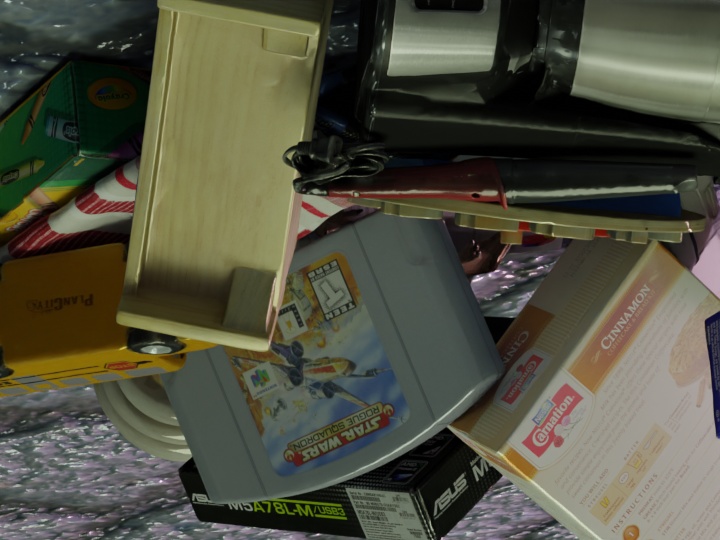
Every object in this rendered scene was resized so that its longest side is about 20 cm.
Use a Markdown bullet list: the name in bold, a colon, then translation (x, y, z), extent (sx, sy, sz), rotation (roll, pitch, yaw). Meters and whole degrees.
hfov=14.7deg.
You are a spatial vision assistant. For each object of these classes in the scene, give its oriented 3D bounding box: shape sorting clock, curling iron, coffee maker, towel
- **shape sorting clock**: translation (0.079, -0.033, 1.450), extent (0.199, 0.039, 0.200), rotation (5, -179, 0)
- **curling iron**: translation (0.061, -0.043, 1.337), extent (0.199, 0.026, 0.050), rotation (4, 171, 1)
- **coffee maker**: translation (0.097, -0.102, 1.358), extent (0.199, 0.135, 0.192), rotation (5, 139, 0)
- **towel**: translation (-0.097, -0.027, 1.560), extent (0.144, 0.023, 0.200), rotation (7, 157, -36)

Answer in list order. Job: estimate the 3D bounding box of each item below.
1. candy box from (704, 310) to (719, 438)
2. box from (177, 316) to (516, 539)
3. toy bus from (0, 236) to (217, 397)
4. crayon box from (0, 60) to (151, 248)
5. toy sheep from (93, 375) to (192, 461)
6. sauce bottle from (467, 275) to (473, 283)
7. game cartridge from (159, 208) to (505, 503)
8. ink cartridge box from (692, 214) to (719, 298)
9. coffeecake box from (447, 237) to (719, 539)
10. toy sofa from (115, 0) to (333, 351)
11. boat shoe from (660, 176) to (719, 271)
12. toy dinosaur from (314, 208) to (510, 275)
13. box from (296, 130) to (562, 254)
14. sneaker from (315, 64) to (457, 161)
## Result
- **candy box**: translation (0.304, 0.031, 1.483), extent (0.169, 0.077, 0.200), rotation (4, 160, -25)
- **box**: translation (0.019, 0.093, 1.722), extent (0.200, 0.048, 0.193), rotation (2, -146, 42)
- **toy bus**: translation (-0.167, 0.029, 1.581), extent (0.199, 0.065, 0.078), rotation (-9, 162, 19)
- **crayon box**: translation (-0.152, -0.052, 1.595), extent (0.118, 0.058, 0.200), rotation (5, 159, -31)
- **toy sheep**: translation (-0.113, 0.060, 1.824), extent (0.137, 0.138, 0.200), rotation (-5, 162, 0)
- **sauce bottle**: translation (0.015, 0.027, 1.877), extent (0.064, 0.065, 0.200), rotation (4, 158, -25)
- **game cartridge**: translation (-0.022, 0.054, 1.610), extent (0.200, 0.134, 0.042), rotation (-26, 170, 24)
- **ink cartridge box**: translation (0.221, 0.090, 1.819), extent (0.147, 0.200, 0.146), rotation (-26, -165, 47)
- **coffeecake box**: translation (0.170, 0.090, 1.635), extent (0.200, 0.154, 0.073), rotation (41, 173, -29)
- **toy sofa**: translation (-0.067, -0.069, 1.407), extent (0.083, 0.098, 0.201), rotation (10, 122, 0)
- **boat shoe**: translation (0.167, -0.075, 1.610), extent (0.071, 0.070, 0.200), rotation (20, 154, 36)
- **toy dinosaur**: translation (0.000, 0.000, 1.670), extent (0.199, 0.058, 0.101), rotation (-5, 162, -2)
- **box**: translation (0.027, -0.045, 1.696), extent (0.199, 0.041, 0.156), rotation (-4, 162, -1)
- **sneaker**: translation (0.055, -0.097, 1.502), extent (0.200, 0.076, 0.078), rotation (-21, 153, 35)
